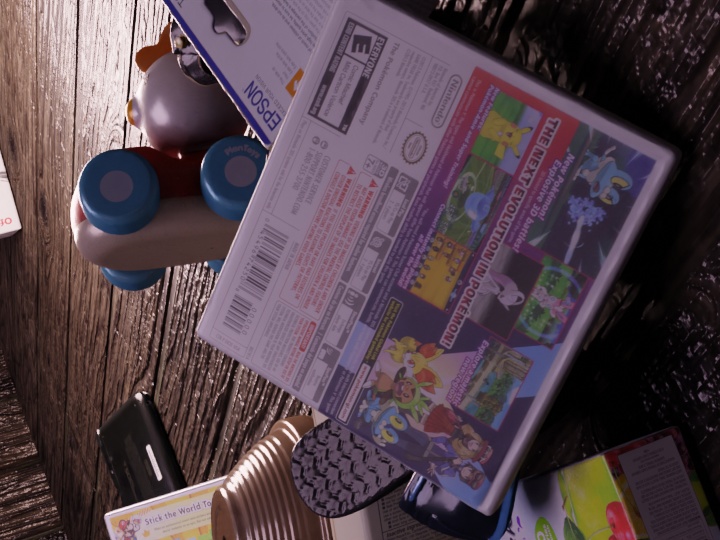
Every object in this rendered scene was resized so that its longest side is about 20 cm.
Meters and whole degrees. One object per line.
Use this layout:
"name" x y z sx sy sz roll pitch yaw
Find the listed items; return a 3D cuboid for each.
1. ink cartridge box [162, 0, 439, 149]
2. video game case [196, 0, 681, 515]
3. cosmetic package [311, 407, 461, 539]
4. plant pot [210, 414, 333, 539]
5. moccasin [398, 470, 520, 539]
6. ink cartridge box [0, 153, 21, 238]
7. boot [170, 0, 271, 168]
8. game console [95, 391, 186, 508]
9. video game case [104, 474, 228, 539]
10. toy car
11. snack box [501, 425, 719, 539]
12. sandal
"ink cartridge box" -0.021 -0.192 0.729 0.200 0.040 0.200 -52 48 19
"video game case" 0.031 -0.010 0.654 0.181 0.023 0.201 30 108 15
"cosmetic package" 0.031 0.121 0.870 0.073 0.103 0.202 -153 52 -63
"plant pot" -0.076 0.233 1.177 0.201 0.092 0.203 175 90 -71
"moccasin" 0.061 0.041 0.696 0.080 0.067 0.202 15 -94 -80
"ink cartridge box" -0.701 -0.147 2.379 0.084 0.145 0.202 -11 96 66
"boot" -0.050 -0.121 0.802 0.150 0.073 0.202 8 84 43
"game console" -0.269 0.287 1.813 0.176 0.116 0.201 -43 62 33
"video game case" -0.159 0.316 1.390 0.198 0.023 0.184 -20 85 24
"toy car" -0.152 -0.108 1.091 0.185 0.175 0.202 107 155 -72
"snack box" 0.131 0.176 0.731 0.144 0.053 0.200 71 158 10
"sandal" 0.045 0.082 0.778 0.199 0.045 0.076 -31 76 27
